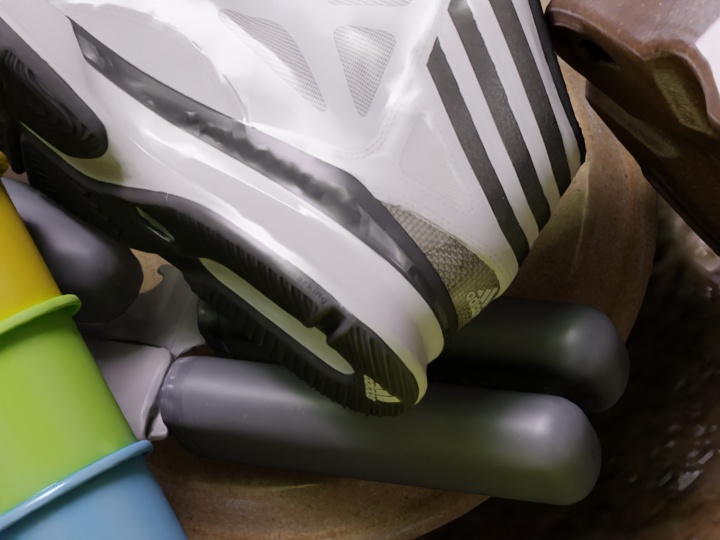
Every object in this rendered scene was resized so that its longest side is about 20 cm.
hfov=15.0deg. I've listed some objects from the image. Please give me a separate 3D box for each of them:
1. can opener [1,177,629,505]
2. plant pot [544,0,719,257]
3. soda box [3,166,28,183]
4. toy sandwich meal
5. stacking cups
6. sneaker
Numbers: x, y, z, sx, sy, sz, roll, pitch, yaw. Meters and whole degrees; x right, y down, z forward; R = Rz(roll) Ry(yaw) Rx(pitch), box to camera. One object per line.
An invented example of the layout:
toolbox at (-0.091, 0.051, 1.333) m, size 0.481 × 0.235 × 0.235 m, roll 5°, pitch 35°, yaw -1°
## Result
can opener at (-0.032, 0.020, 0.694) m, size 0.199 × 0.067 × 0.053 m, roll 9°, pitch 62°, yaw 23°
plant pot at (0.164, -0.076, 0.656) m, size 0.198 × 0.200 × 0.200 m, roll -46°, pitch 41°, yaw -2°
soda box at (-0.104, -0.094, 0.811) m, size 0.068 × 0.064 × 0.201 m, roll 17°, pitch 60°, yaw 15°
toy sandwich meal at (0.000, 0.000, 0.774) m, size 0.204 × 0.070 × 0.206 m, roll -12°, pitch 55°, yaw 17°
stacking cups at (-0.065, 0.072, 0.664) m, size 0.060 × 0.201 × 0.061 m, roll -29°, pitch -2°, yaw -1°
sneaker at (-0.030, -0.063, 0.672) m, size 0.200 × 0.076 × 0.115 m, roll 38°, pitch 71°, yaw 16°
